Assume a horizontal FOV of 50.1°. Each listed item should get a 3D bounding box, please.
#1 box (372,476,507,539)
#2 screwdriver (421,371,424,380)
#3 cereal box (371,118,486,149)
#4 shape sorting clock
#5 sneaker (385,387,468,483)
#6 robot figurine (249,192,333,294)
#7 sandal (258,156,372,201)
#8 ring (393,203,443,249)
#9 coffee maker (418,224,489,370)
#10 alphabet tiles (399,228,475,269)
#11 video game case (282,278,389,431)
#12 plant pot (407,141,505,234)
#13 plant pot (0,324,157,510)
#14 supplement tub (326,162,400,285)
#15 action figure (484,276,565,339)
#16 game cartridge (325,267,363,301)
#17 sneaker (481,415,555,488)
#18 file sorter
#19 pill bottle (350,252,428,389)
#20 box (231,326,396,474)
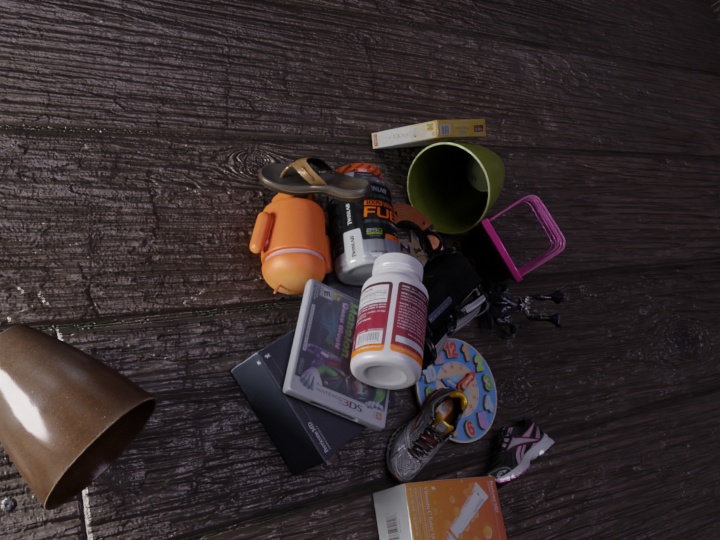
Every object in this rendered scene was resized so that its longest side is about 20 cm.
[{"bbox_3d":[0.135,0.422,1.298,0.198,0.097,0.126,5,65,-33],"label":"box"},{"bbox_3d":[0.088,0.115,1.458,0.028,0.029,0.202,1,65,-37],"label":"screwdriver"},{"bbox_3d":[0.138,-0.280,1.584,0.143,0.199,0.040,-10,98,-38],"label":"cereal box"},{"bbox_3d":[0.186,0.226,1.468,0.199,0.039,0.202,15,60,-28],"label":"shape sorting clock"},{"bbox_3d":[0.116,0.282,1.351,0.078,0.082,0.200,41,67,-6],"label":"sneaker"},{"bbox_3d":[-0.118,-0.046,1.342,0.115,0.144,0.202,-9,65,11],"label":"robot figurine"},{"bbox_3d":[-0.077,-0.164,1.329,0.198,0.055,0.082,12,37,11],"label":"sandal"},{"bbox_3d":[0.100,-0.035,1.521,0.199,0.019,0.202,20,59,-39],"label":"ring"},{"bbox_3d":[0.116,0.053,1.415,0.192,0.135,0.200,46,46,8],"label":"coffee maker"},{"bbox_3d":[0.161,0.003,1.583,0.198,0.006,0.168,13,60,-29],"label":"alphabet tiles"},{"bbox_3d":[-0.025,0.134,1.242,0.181,0.023,0.201,27,53,-24],"label":"video game case"},{"bbox_3d":[0.227,-0.193,1.628,0.188,0.187,0.200,57,37,3],"label":"plant pot"},{"bbox_3d":[-0.404,0.171,1.010,0.200,0.187,0.187,42,49,7],"label":"plant pot"},{"bbox_3d":[0.003,-0.084,1.400,0.122,0.122,0.202,6,64,-32],"label":"supplement tub"},{"bbox_3d":[0.316,0.080,1.597,0.198,0.102,0.120,4,72,-4],"label":"action figure"},{"bbox_3d":[0.000,0.000,1.456,0.129,0.038,0.202,21,57,-20],"label":"game cartridge"},{"bbox_3d":[0.282,0.345,1.466,0.199,0.080,0.087,-22,69,-48],"label":"sneaker"},{"bbox_3d":[0.333,-0.071,1.592,0.140,0.125,0.200,59,7,1],"label":"file sorter"},{"bbox_3d":[0.051,0.078,1.237,0.112,0.113,0.202,25,55,-23],"label":"pill bottle"},{"bbox_3d":[-0.075,0.191,1.261,0.182,0.104,0.201,-29,86,-42],"label":"box"}]
